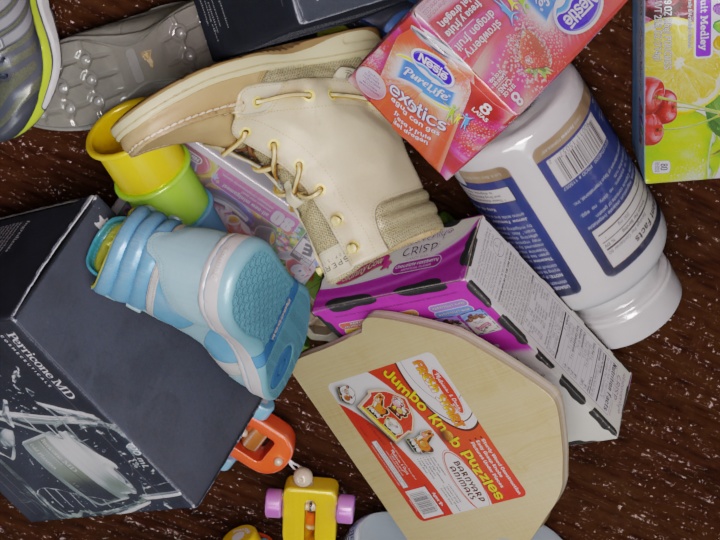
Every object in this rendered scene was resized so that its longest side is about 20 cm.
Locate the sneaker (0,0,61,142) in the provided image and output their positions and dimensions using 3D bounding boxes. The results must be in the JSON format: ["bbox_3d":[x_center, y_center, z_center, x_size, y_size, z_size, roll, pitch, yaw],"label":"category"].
[{"bbox_3d":[-0.249,-0.176,1.605,0.074,0.081,0.200,21,122,30],"label":"sneaker"}]

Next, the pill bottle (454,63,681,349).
[{"bbox_3d":[0.147,-0.044,1.700,0.111,0.111,0.200,-27,120,14],"label":"pill bottle"}]

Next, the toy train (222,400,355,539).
[{"bbox_3d":[-0.088,0.178,1.866,0.150,0.056,0.200,28,118,-9],"label":"toy train"}]

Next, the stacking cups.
[{"bbox_3d":[-0.113,-0.028,1.655,0.060,0.061,0.200,-24,128,12],"label":"stacking cups"}]

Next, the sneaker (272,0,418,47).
[{"bbox_3d":[0.029,-0.164,1.656,0.200,0.078,0.066,15,134,10],"label":"sneaker"}]

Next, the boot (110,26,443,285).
[{"bbox_3d":[-0.050,-0.062,1.564,0.200,0.073,0.156,-18,87,-31],"label":"boot"}]

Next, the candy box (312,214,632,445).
[{"bbox_3d":[0.081,0.051,1.703,0.136,0.061,0.200,-12,136,37],"label":"candy box"}]

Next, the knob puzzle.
[{"bbox_3d":[0.068,0.103,1.670,0.219,0.030,0.220,20,133,23],"label":"knob puzzle"}]

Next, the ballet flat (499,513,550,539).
[{"bbox_3d":[0.101,0.173,1.792,0.069,0.200,0.063,-2,80,-5],"label":"ballet flat"}]

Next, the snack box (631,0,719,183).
[{"bbox_3d":[0.289,-0.153,1.664,0.200,0.068,0.169,-5,121,-1],"label":"snack box"}]

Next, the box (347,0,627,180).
[{"bbox_3d":[0.097,-0.164,1.550,0.095,0.200,0.100,45,145,-2],"label":"box"}]

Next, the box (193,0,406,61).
[{"bbox_3d":[-0.040,-0.222,1.491,0.107,0.200,0.149,-18,94,-18],"label":"box"}]

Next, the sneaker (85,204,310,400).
[{"bbox_3d":[-0.111,0.015,1.615,0.130,0.080,0.200,19,159,18],"label":"sneaker"}]

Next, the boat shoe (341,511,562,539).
[{"bbox_3d":[0.066,0.232,1.903,0.200,0.071,0.091,10,150,-24],"label":"boat shoe"}]

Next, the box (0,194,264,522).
[{"bbox_3d":[-0.209,0.066,1.696,0.196,0.124,0.200,-12,129,45],"label":"box"}]

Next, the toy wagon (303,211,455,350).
[{"bbox_3d":[0.000,0.000,1.763,0.155,0.040,0.200,-32,119,17],"label":"toy wagon"}]

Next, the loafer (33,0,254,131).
[{"bbox_3d":[-0.145,-0.142,1.650,0.200,0.070,0.070,-14,92,25],"label":"loafer"}]

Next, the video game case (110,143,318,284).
[{"bbox_3d":[-0.121,-0.001,1.731,0.143,0.018,0.200,34,125,-6],"label":"video game case"}]
